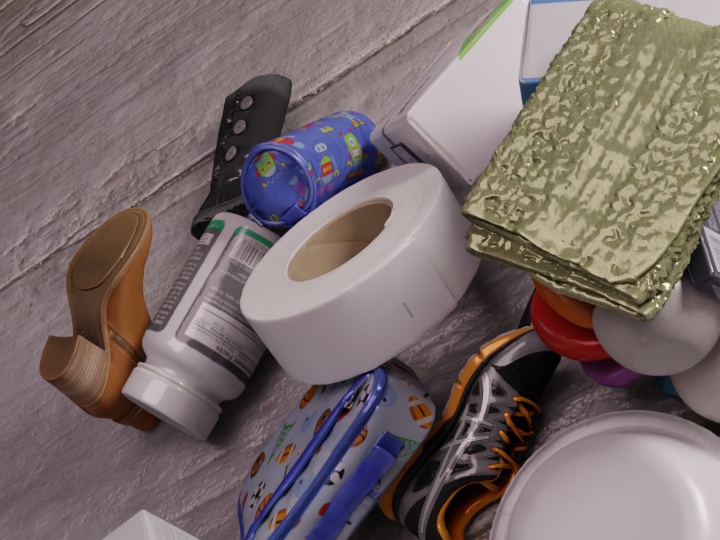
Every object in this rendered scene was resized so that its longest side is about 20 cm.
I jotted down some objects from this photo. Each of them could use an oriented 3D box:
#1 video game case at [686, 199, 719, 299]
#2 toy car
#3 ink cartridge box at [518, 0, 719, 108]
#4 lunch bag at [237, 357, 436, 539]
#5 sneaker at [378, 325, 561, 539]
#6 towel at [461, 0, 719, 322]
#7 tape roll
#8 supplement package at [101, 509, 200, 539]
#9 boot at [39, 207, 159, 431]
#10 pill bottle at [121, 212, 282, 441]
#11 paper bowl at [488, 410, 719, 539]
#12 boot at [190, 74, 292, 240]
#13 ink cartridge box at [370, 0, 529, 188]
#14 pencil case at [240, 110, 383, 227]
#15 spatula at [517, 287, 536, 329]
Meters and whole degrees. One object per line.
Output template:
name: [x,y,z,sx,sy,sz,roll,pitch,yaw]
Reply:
video game case: [0.275,-0.021,0.691,0.019,0.198,0.144,-38,42,38]
toy car: [0.202,0.022,0.724,0.150,0.199,0.177,-37,36,36]
ink cartridge box: [0.206,-0.111,0.778,0.143,0.201,0.085,0,58,16]
lunch bag: [-0.022,0.150,0.820,0.201,0.075,0.160,-55,13,6]
sneaker: [0.100,0.133,0.798,0.201,0.078,0.077,-55,45,5]
towel: [0.163,-0.076,0.637,0.147,0.036,0.201,26,82,32]
tape roll: [0.000,0.000,0.838,0.201,0.071,0.203,-29,23,13]
supplement package: [-0.129,0.286,0.763,0.113,0.200,0.110,-37,45,9]
boot: [-0.227,0.054,1.028,0.076,0.155,0.202,0,63,29]
pill bottle: [-0.143,0.055,0.996,0.112,0.113,0.201,15,69,41]
paper bowl: [0.178,0.191,0.678,0.199,0.104,0.203,-18,52,24]
boot: [-0.102,-0.133,1.139,0.163,0.066,0.202,-9,51,29]
ink cartridge box: [0.096,-0.154,0.923,0.146,0.084,0.200,-48,8,-3]
pencil case: [-0.043,-0.101,0.995,0.077,0.088,0.200,-25,7,28]
spatula: [0.182,-0.024,0.881,0.056,0.021,0.201,19,73,39]
